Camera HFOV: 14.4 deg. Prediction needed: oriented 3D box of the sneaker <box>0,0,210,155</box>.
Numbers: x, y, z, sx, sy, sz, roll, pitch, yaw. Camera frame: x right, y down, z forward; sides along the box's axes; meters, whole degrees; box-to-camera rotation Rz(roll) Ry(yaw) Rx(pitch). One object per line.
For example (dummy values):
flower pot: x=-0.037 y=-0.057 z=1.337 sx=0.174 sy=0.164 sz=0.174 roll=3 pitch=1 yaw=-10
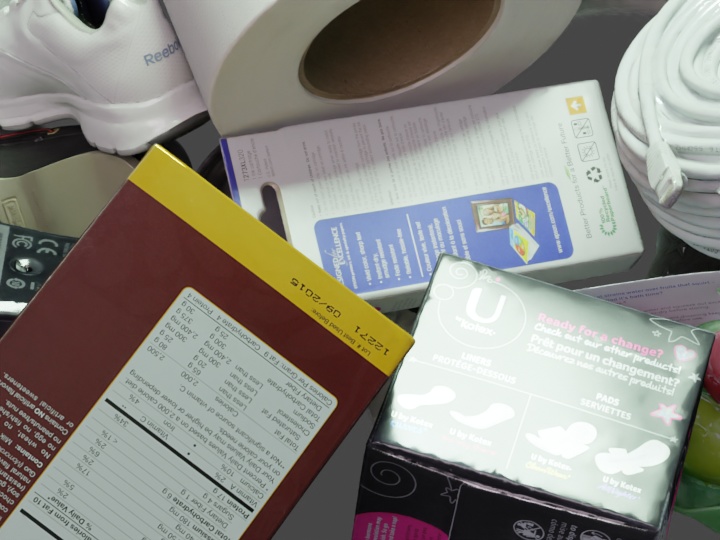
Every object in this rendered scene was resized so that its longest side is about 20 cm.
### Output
sneaker: x=-0.153 y=-0.117 z=1.465 sx=0.199 sy=0.074 sz=0.088 roll=9 pitch=122 yaw=42

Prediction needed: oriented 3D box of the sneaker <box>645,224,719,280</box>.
sneaker: x=0.221 y=-0.042 z=1.382 sx=0.199 sy=0.060 sz=0.105 roll=-25 pitch=70 yaw=15

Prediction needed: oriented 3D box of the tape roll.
tape roll: x=-0.004 y=-0.167 z=1.395 sx=0.202 sy=0.203 sz=0.140 roll=-26 pitch=67 yaw=8

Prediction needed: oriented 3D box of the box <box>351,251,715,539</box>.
box: x=0.069 y=0.108 z=1.256 sx=0.131 sy=0.201 sz=0.115 roll=16 pitch=52 yaw=6

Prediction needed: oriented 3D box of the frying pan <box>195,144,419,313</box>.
frying pan: x=0.001 y=-0.017 z=1.451 sx=0.189 sy=0.031 sz=0.116 roll=7 pitch=77 yaw=8

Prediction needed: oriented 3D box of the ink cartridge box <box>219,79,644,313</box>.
ink cartridge box: x=0.034 y=-0.032 z=1.401 sx=0.199 sy=0.037 sz=0.095 roll=-9 pitch=73 yaw=-16

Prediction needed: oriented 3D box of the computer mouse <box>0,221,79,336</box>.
computer mouse: x=-0.146 y=0.025 z=1.370 sx=0.199 sy=0.139 sz=0.053 roll=11 pitch=121 yaw=-2

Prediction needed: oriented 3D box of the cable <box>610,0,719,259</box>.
cable: x=0.209 y=-0.087 z=1.277 sx=0.199 sy=0.069 sz=0.200 roll=-26 pitch=27 yaw=3

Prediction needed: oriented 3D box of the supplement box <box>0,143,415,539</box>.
supplement box: x=-0.103 y=0.089 z=1.183 sx=0.133 sy=0.197 sz=0.200 roll=37 pitch=71 yaw=1

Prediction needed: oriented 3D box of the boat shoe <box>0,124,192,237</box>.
boat shoe: x=-0.182 y=-0.034 z=1.495 sx=0.200 sy=0.063 sz=0.074 roll=-6 pitch=105 yaw=25

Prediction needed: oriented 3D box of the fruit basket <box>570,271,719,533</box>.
fruit basket: x=0.196 y=0.043 z=1.293 sx=0.184 sy=0.200 sz=0.094 roll=-7 pitch=53 yaw=15
